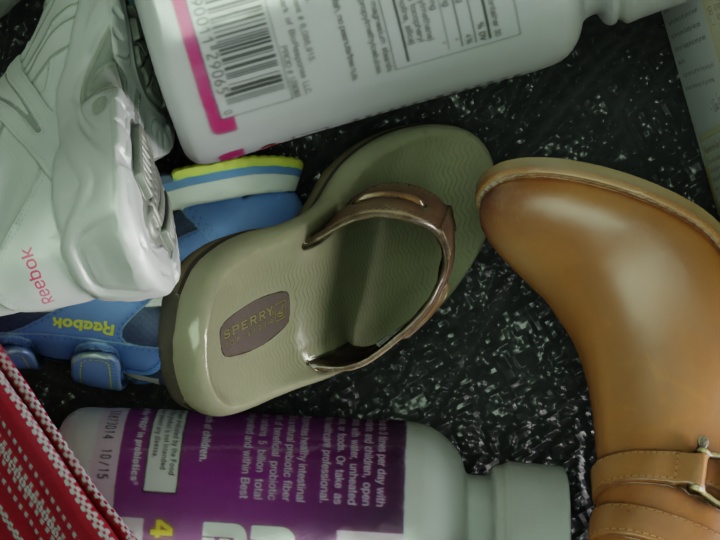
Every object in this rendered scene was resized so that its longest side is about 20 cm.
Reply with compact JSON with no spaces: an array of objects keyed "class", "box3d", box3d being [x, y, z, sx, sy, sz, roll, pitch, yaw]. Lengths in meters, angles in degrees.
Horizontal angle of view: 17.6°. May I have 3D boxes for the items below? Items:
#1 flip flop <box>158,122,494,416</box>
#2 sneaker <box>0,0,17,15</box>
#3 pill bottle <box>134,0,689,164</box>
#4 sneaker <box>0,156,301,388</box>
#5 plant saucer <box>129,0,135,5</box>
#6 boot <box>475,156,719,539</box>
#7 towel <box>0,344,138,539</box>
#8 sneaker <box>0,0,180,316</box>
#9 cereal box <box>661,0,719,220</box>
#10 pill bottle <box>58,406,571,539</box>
[{"class":"flip flop","box3d":[0.000,0.000,0.881,0.057,0.200,0.082,0,107,35]},{"class":"sneaker","box3d":[-0.130,-0.181,0.870,0.088,0.075,0.201,31,99,-4]},{"class":"pill bottle","box3d":[0.017,-0.119,0.864,0.199,0.113,0.114,-15,91,-1]},{"class":"sneaker","box3d":[-0.112,0.014,0.921,0.199,0.074,0.083,-15,93,2]},{"class":"plant saucer","box3d":[-0.018,-0.171,0.940,0.200,0.039,0.202,0,91,-1]},{"class":"boot","box3d":[0.108,0.060,0.887,0.199,0.074,0.155,33,57,-10]},{"class":"towel","box3d":[-0.150,0.110,0.876,0.022,0.200,0.145,-19,62,-40]},{"class":"sneaker","box3d":[-0.121,-0.049,0.847,0.099,0.200,0.078,-16,118,4]},{"class":"cereal box","box3d":[0.146,-0.104,0.889,0.039,0.144,0.201,-16,92,-3]},{"class":"pill bottle","box3d":[-0.020,0.113,0.910,0.199,0.112,0.113,2,92,0]}]
